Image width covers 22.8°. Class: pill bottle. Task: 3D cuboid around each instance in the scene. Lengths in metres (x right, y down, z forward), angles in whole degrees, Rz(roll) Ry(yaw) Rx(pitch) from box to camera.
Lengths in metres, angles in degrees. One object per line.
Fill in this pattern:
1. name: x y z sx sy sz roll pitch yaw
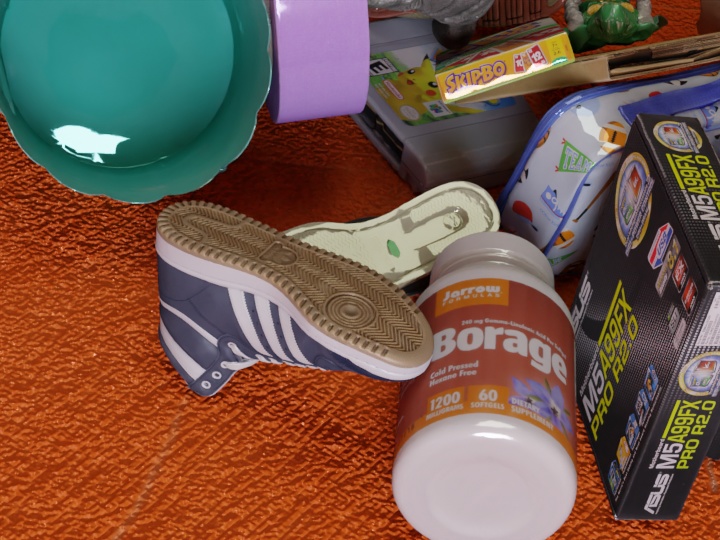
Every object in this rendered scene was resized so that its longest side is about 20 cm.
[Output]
1. pill bottle: 0.080 0.070 1.122 0.111 0.113 0.201 10 40 -3

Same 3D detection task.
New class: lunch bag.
1. lunch bag: 0.201 -0.077 1.282 0.199 0.161 0.076 -16 57 -31

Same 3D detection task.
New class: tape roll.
1. tape roll: -0.043 -0.208 1.264 0.065 0.201 0.201 -7 43 -7

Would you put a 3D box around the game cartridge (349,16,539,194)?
1. game cartridge: 0.056 -0.137 1.418 0.132 0.041 0.200 -11 46 -31

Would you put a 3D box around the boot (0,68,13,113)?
1. boot: -0.287 -0.197 1.371 0.203 0.074 0.153 35 48 26

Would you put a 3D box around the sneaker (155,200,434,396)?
1. sneaker: -0.047 0.042 1.121 0.199 0.109 0.070 27 38 21

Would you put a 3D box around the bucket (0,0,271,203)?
1. bucket: -0.163 -0.153 1.235 0.205 0.209 0.135 2 8 -12

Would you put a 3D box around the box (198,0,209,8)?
1. box: -0.105 -0.229 1.418 0.075 0.100 0.201 -19 29 31

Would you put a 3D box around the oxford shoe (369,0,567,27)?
1. oxford shoe: 0.088 -0.232 1.423 0.199 0.071 0.074 11 11 34

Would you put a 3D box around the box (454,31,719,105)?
1. box: 0.188 -0.154 1.334 0.162 0.021 0.200 -14 6 -29

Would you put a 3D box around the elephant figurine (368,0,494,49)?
1. elephant figurine: 0.054 -0.226 1.291 0.140 0.156 0.201 -6 54 -7

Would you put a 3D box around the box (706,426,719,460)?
1. box: 0.258 0.003 1.205 0.044 0.161 0.201 19 41 -1

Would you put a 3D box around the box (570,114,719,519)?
1. box: 0.185 0.031 1.115 0.044 0.201 0.161 2 41 -14

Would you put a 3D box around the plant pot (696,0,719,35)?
1. plant pot: 0.390 -0.211 1.488 0.199 0.202 0.183 -21 39 -33

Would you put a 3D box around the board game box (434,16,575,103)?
1. board game box: 0.103 -0.156 1.306 0.095 0.030 0.200 -18 7 6

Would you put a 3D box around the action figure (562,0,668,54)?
1. action figure: 0.193 -0.198 1.399 0.117 0.055 0.200 -6 10 4

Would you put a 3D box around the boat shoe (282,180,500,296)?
1. boat shoe: 0.000 0.000 1.229 0.198 0.068 0.072 -18 72 -13
